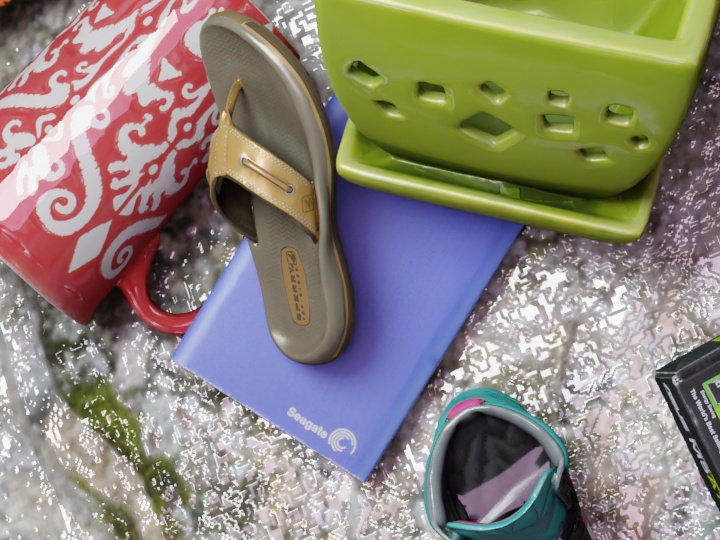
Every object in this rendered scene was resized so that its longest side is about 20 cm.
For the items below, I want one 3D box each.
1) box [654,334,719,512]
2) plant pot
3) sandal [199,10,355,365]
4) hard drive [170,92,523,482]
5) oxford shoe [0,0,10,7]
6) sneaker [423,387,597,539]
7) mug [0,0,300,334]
[{"bbox_3d":[0.278,0.096,1.242,0.192,0.048,0.201,-26,92,-7],"label":"box"},{"bbox_3d":[0.090,-0.137,1.280,0.198,0.182,0.200,12,53,8],"label":"plant pot"},{"bbox_3d":[-0.053,-0.041,1.311,0.080,0.054,0.202,2,107,49],"label":"sandal"},{"bbox_3d":[0.000,0.000,1.375,0.131,0.025,0.201,32,90,1],"label":"hard drive"},{"bbox_3d":[-0.214,-0.200,1.429,0.199,0.073,0.071,-17,34,29],"label":"oxford shoe"},{"bbox_3d":[0.097,0.148,1.293,0.083,0.121,0.201,-33,75,7],"label":"sneaker"},{"bbox_3d":[-0.127,-0.075,1.403,0.200,0.177,0.133,-48,37,-1],"label":"mug"}]
